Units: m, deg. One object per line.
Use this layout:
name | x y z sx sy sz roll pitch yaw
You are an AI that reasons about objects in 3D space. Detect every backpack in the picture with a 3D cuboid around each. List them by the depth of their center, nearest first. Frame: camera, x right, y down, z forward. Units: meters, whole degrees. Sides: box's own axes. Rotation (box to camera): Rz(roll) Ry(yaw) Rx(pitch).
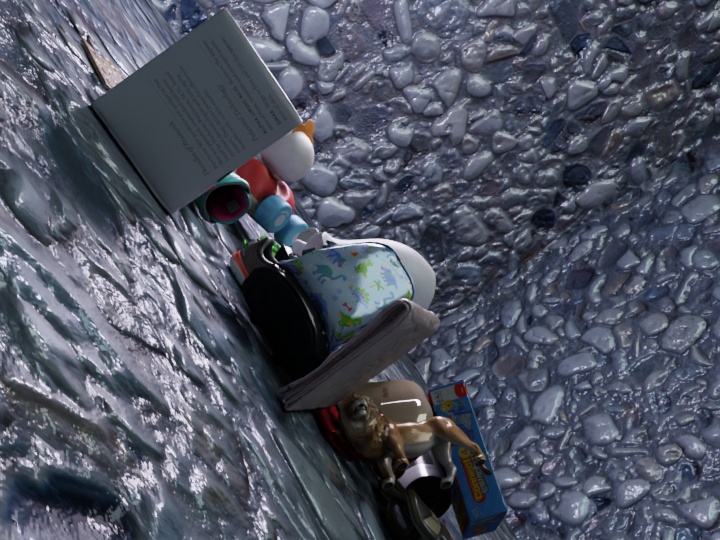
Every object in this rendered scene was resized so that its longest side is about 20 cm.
backpack | -0.026 0.040 1.151 0.199 0.154 0.164 -2 54 -51

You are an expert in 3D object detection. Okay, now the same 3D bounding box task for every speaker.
speaker | 0.086 0.314 1.401 0.081 0.081 0.200 55 3 -18

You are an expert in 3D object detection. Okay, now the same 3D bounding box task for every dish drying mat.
dish drying mat | -0.057 0.169 1.205 0.077 0.018 0.200 52 5 -42

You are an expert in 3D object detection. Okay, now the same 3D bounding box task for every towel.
towel | 0.005 0.104 1.077 0.032 0.191 0.200 55 7 14

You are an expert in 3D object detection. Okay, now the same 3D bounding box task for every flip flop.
flip flop | 0.059 0.321 1.152 0.081 0.058 0.200 51 -11 -13

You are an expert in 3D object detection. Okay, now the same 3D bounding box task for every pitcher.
pitcher | 0.000 0.000 1.336 0.199 0.122 0.172 17 8 -23

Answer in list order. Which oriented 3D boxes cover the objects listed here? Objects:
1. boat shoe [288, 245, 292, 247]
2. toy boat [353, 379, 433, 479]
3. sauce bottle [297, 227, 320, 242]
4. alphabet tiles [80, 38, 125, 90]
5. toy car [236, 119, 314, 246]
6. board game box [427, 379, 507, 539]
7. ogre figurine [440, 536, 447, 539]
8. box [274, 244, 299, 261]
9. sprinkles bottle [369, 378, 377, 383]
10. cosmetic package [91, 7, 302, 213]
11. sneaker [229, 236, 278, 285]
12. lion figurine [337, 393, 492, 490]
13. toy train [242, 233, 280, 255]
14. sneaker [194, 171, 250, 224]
boat shoe | -0.105 0.040 1.550 0.200 0.074 0.093 73 14 -62
toy boat | 0.040 0.243 1.279 0.200 0.130 0.132 -106 -170 -82
sauce bottle | -0.048 0.005 1.484 0.200 0.065 0.065 55 3 -46
alphabet tiles | -0.341 -0.253 1.306 0.168 0.008 0.200 58 3 28
toy car | -0.140 -0.178 1.558 0.184 0.200 0.177 42 -3 24
board game box | 0.154 0.289 1.323 0.200 0.056 0.197 82 -8 -66
ogre figurine | 0.129 0.390 1.015 0.120 0.098 0.200 61 23 -19
box | -0.047 0.058 1.387 0.199 0.079 0.141 26 23 -34
sprinkles bottle | -0.033 0.142 1.449 0.068 0.068 0.200 54 3 -42
cosmetic package | -0.201 -0.202 1.122 0.165 0.200 0.165 55 3 -11
sneaker | -0.102 0.038 1.214 0.200 0.082 0.077 55 9 12
lion figurine | 0.069 0.219 1.147 0.199 0.073 0.123 11 32 -25
toy train | -0.158 -0.023 1.484 0.200 0.042 0.057 52 18 -83
sneaker | -0.207 -0.124 1.307 0.121 0.084 0.200 51 10 10
